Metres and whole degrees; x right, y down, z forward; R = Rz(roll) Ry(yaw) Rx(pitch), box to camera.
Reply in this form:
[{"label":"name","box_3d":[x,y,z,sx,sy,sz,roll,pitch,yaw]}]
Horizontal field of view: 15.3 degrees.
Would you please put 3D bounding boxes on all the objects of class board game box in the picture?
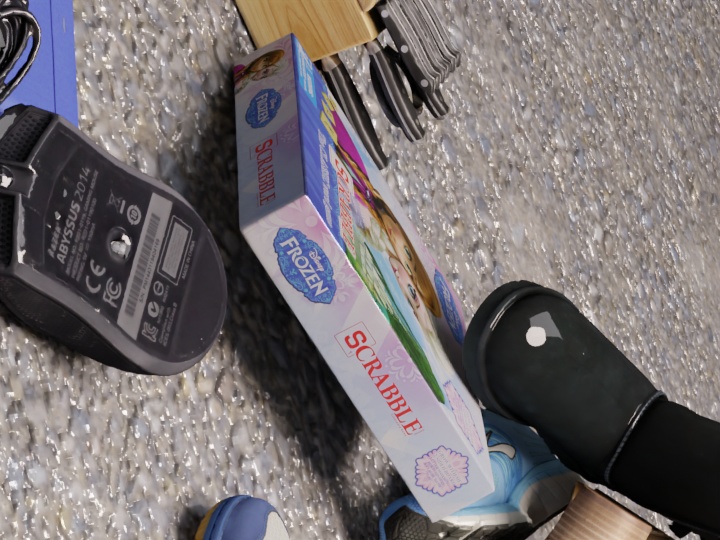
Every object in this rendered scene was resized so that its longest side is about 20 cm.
[{"label":"board game box","box_3d":[0.000,0.000,1.413,0.200,0.041,0.200,58,12,-27]}]

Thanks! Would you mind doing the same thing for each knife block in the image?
[{"label":"knife block","box_3d":[-0.035,-0.151,1.502,0.200,0.176,0.064,25,27,9]}]

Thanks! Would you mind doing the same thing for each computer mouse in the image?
[{"label":"computer mouse","box_3d":[-0.137,-0.023,1.203,0.200,0.053,0.139,43,52,-40]}]

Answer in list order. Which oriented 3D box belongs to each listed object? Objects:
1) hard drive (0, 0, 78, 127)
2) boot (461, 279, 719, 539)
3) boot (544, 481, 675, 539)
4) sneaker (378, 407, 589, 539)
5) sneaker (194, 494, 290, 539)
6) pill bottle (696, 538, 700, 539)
[{"label":"hard drive","box_3d":[-0.197,-0.142,1.199,0.200,0.025,0.132,32,46,-53]},{"label":"boot","box_3d":[0.158,0.089,1.426,0.073,0.162,0.198,-55,140,-11]},{"label":"boot","box_3d":[0.108,0.198,1.454,0.077,0.155,0.200,32,0,9]},{"label":"sneaker","box_3d":[0.051,0.120,1.486,0.090,0.078,0.200,54,21,9]},{"label":"sneaker","box_3d":[-0.025,0.195,1.244,0.075,0.088,0.200,26,49,-54]},{"label":"pill bottle","box_3d":[0.246,0.276,1.693,0.200,0.113,0.113,63,27,-15]}]
